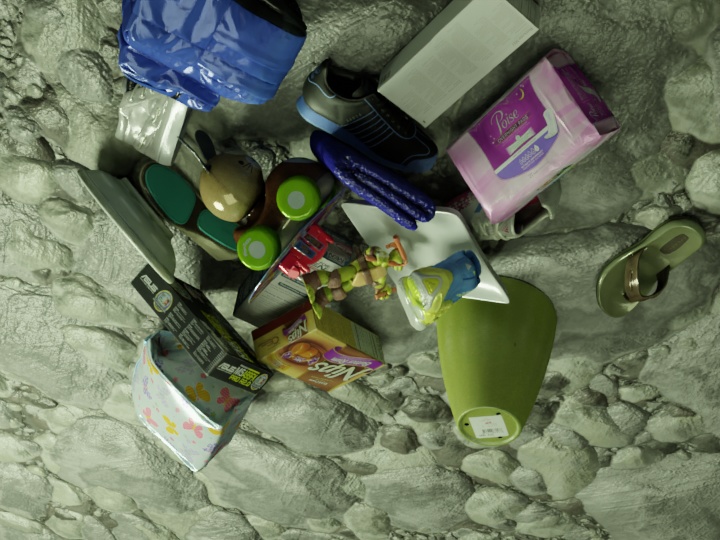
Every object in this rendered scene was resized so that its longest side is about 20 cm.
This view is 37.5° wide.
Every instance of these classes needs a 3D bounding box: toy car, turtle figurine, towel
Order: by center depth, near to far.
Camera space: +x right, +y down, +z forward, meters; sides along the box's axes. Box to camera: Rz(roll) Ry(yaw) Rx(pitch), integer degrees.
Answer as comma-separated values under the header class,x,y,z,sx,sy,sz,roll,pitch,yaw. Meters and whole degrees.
class,x,y,z,sx,sy,sz,roll,pitch,yaw
towel,0.008,-0.114,1.333,0.146,0.200,0.050,27,98,-17
toy car,-0.148,-0.118,1.386,0.199,0.164,0.158,41,102,0
turtle figurine,0.000,0.000,1.461,0.159,0.065,0.200,-22,163,-3

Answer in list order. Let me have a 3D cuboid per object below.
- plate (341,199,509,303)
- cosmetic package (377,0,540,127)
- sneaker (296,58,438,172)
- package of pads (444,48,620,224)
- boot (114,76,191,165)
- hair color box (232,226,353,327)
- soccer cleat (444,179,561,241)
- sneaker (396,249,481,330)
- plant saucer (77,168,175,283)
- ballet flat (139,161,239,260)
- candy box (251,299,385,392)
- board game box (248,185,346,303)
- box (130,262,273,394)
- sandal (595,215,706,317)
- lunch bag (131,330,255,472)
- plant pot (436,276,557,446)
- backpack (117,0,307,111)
class,x,y,z,sx,sy,sz,roll,pitch,yaw
plate,0.094,-0.033,1.465,0.197,0.033,0.201,9,149,39
cosmetic package,0.114,-0.261,1.253,0.082,0.051,0.199,35,132,-21
sneaker,0.019,-0.193,1.330,0.197,0.071,0.078,23,136,-15
package of pads,0.204,-0.160,1.292,0.200,0.075,0.121,-41,79,40
boot,-0.260,-0.226,1.352,0.094,0.074,0.201,23,130,-6
hair color box,-0.102,0.014,1.576,0.099,0.061,0.200,26,135,-19
soccer cleat,0.176,-0.072,1.412,0.198,0.087,0.070,-26,127,33
sneaker,0.110,0.025,1.410,0.104,0.077,0.200,-24,177,-7
plant saucer,-0.311,-0.073,1.474,0.050,0.200,0.201,-40,126,-6
ballet flat,-0.248,-0.079,1.513,0.069,0.070,0.200,-27,126,33
candy box,-0.062,0.119,1.622,0.116,0.057,0.199,-28,146,21
board game box,-0.069,-0.021,1.382,0.039,0.200,0.158,40,129,2
box,-0.231,0.087,1.558,0.044,0.200,0.160,-46,153,2
sandal,0.395,0.002,1.466,0.079,0.058,0.202,24,135,-14
lunch bag,-0.289,0.203,1.764,0.199,0.127,0.170,39,137,8
plant pot,0.195,0.147,1.554,0.183,0.202,0.189,5,137,5
backpack,-0.171,-0.274,1.208,0.197,0.164,0.169,19,120,-24
